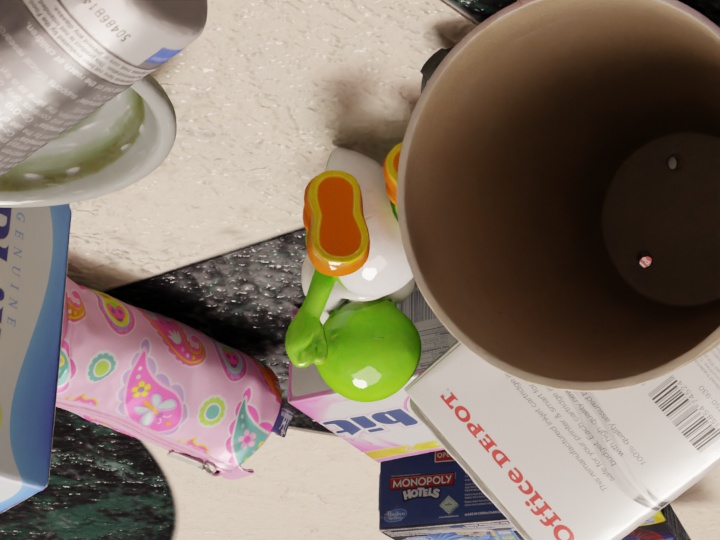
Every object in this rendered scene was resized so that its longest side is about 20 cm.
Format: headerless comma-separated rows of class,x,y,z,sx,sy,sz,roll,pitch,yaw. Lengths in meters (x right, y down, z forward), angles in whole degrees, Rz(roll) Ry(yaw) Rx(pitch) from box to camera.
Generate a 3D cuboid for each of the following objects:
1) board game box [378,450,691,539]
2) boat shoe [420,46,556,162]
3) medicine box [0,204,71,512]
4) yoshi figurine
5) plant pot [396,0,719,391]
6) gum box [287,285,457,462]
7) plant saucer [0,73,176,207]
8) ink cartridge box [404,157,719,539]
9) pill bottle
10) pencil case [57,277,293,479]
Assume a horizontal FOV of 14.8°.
board game box,0.136,0.184,2.004,0.199,0.062,0.200,-6,155,16
boat shoe,0.082,-0.064,1.488,0.068,0.072,0.200,34,175,24
medicine box,-0.275,0.029,1.549,0.200,0.183,0.103,18,151,-32
yoshi figurine,0.009,0.012,1.545,0.112,0.112,0.200,26,160,5
plant pot,0.139,-0.033,1.364,0.187,0.188,0.200,-8,174,20
gum box,0.069,0.055,1.721,0.199,0.066,0.113,-13,151,28
plant saucer,-0.193,-0.096,1.432,0.199,0.050,0.200,2,155,1
ink cartridge box,0.146,0.055,1.558,0.147,0.083,0.200,49,126,0
pill bottle,-0.179,-0.102,1.274,0.200,0.114,0.114,-33,143,19
pencil case,-0.139,0.068,1.743,0.087,0.088,0.200,-19,147,38
